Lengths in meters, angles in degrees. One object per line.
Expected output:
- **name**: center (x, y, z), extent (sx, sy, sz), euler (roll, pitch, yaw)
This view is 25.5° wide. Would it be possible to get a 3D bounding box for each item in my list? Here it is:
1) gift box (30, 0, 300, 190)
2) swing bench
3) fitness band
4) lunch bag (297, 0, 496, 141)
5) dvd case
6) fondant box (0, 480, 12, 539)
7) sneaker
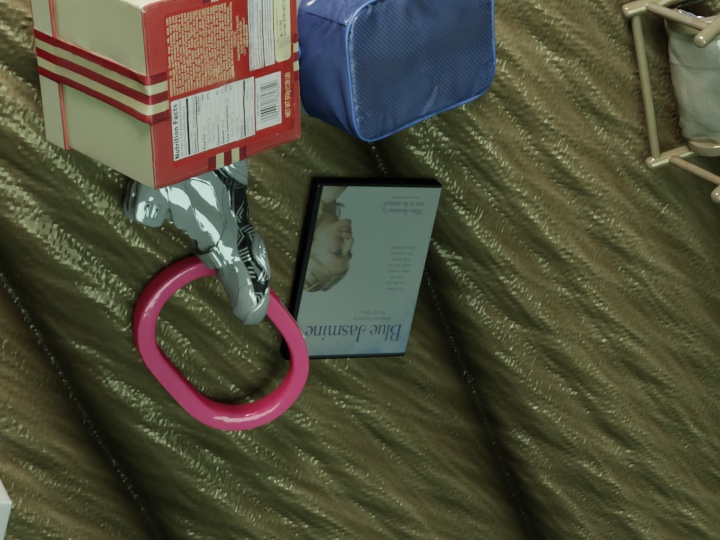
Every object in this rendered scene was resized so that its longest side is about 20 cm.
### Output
- **gift box**: center (-0.160, -0.184, 1.354), extent (0.200, 0.187, 0.185), euler (-19, 123, -40)
- **swing bench**: center (0.400, -0.210, 1.659), extent (0.200, 0.130, 0.199), euler (-27, 124, -19)
- **fitness band**: center (-0.136, 0.074, 1.578), extent (0.144, 0.037, 0.200), euler (-37, 121, 0)
- **lunch bag**: center (0.009, -0.208, 1.430), extent (0.200, 0.132, 0.136), euler (-23, 125, -32)
- **dvd case**: center (0.000, 0.000, 1.630), extent (0.143, 0.018, 0.200), euler (-1, 116, -27)
- **fondant box**: center (-0.432, 0.292, 1.541), extent (0.144, 0.058, 0.200), euler (6, 113, -29)
- **sneaker**: center (-0.155, -0.038, 1.480), extent (0.115, 0.075, 0.200), euler (-14, 100, -15)
